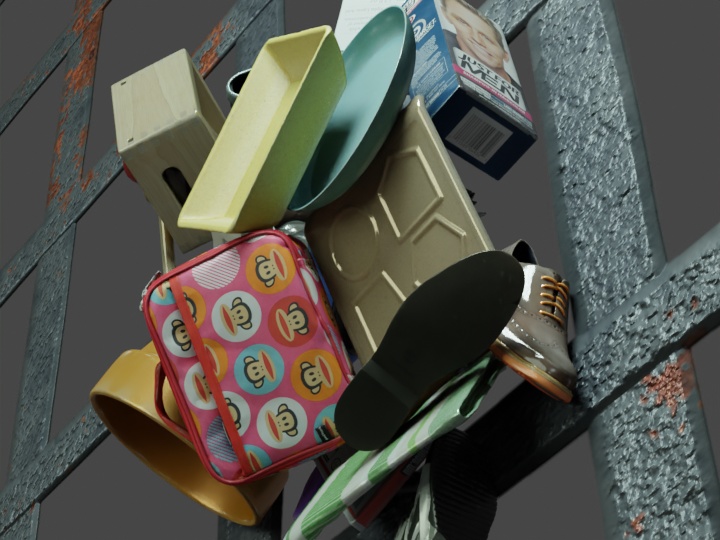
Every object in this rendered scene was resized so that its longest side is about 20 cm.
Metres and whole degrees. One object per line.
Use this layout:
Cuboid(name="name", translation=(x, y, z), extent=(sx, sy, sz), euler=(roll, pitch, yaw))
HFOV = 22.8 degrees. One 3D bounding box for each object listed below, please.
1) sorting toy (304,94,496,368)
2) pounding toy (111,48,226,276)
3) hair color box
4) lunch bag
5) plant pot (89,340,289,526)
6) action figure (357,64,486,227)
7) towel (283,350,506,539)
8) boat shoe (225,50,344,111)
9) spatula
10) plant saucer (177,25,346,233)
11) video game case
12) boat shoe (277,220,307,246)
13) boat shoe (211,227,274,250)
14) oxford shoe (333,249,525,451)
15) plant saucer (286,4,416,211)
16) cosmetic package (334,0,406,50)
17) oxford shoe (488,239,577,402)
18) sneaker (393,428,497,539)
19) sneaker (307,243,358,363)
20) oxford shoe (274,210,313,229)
Cuboid(name="sorting toy", translation=(0.037, -0.016, 1.497), extent=(0.185, 0.036, 0.201), euler=(-46, 53, 39))
Cuboid(name="pounding toy", translation=(-0.209, -0.105, 2.051), extent=(0.141, 0.201, 0.185), euler=(-25, 34, 6))
Cuboid(name="hair color box", translation=(0.094, -0.181, 1.661), extent=(0.061, 0.100, 0.201), euler=(-46, 31, 25))
Cuboid(name="lunch bag", translation=(-0.101, 0.080, 1.548), extent=(0.175, 0.202, 0.082), euler=(-24, -7, 7))
Cuboid(name="plant pot", translation=(-0.124, 0.108, 1.695), extent=(0.184, 0.200, 0.200), euler=(-53, 23, -20))
Cuboid(name="action figure", translation=(0.043, -0.091, 1.620), extent=(0.069, 0.129, 0.201), euler=(-43, 47, 37))
Cuboid(name="towel", translation=(0.029, 0.144, 1.414), extent=(0.200, 0.023, 0.153), euler=(-40, 2, 25))
Cuboid(name="boat shoe", translation=(-0.036, -0.179, 1.723), extent=(0.198, 0.062, 0.073), euler=(-11, 54, 17))
Cuboid(name="spatula", translation=(-0.001, 0.188, 1.563), extent=(0.199, 0.020, 0.057), euler=(-12, 49, 52))
Cuboid(name="plant saucer", translation=(-0.082, -0.116, 1.618), extent=(0.201, 0.048, 0.200), euler=(-64, 19, -6))
Cuboid(name="video game case", translation=(0.039, 0.113, 1.544), extent=(0.200, 0.017, 0.143), euler=(-51, 28, 7))
Cuboid(name="boat shoe", translation=(-0.096, 0.047, 1.815), extent=(0.065, 0.074, 0.203), euler=(33, 87, 44))
Cuboid(name="boat shoe", translation=(-0.117, -0.027, 1.861), extent=(0.068, 0.201, 0.072), euler=(-37, 56, -25))
Cuboid(name="oxford shoe", translation=(0.057, 0.054, 1.396), extent=(0.200, 0.071, 0.071), euler=(-46, -7, 22))
Cuboid(name="plant saucer", translation=(-0.006, -0.136, 1.558), extent=(0.200, 0.027, 0.201), euler=(-51, 22, 30))
Cuboid(name="cosmetic package", translation=(0.018, -0.177, 1.781), extent=(0.101, 0.074, 0.202), euler=(-1, 58, 23))
Cuboid(name="oxford shoe", translation=(0.135, 0.034, 1.422), extent=(0.073, 0.071, 0.200), euler=(-49, 28, 12))
Cuboid(name="sneaker", translation=(0.053, 0.217, 1.384), extent=(0.088, 0.074, 0.202), euler=(-32, 39, 41))
Cuboid(name="sneaker", translation=(0.000, 0.000, 1.701), extent=(0.078, 0.070, 0.201), euler=(-36, 39, 26))
Cuboid(name="oxford shoe", translation=(-0.073, -0.084, 1.875), extent=(0.199, 0.073, 0.072), euler=(-29, 41, 47))
